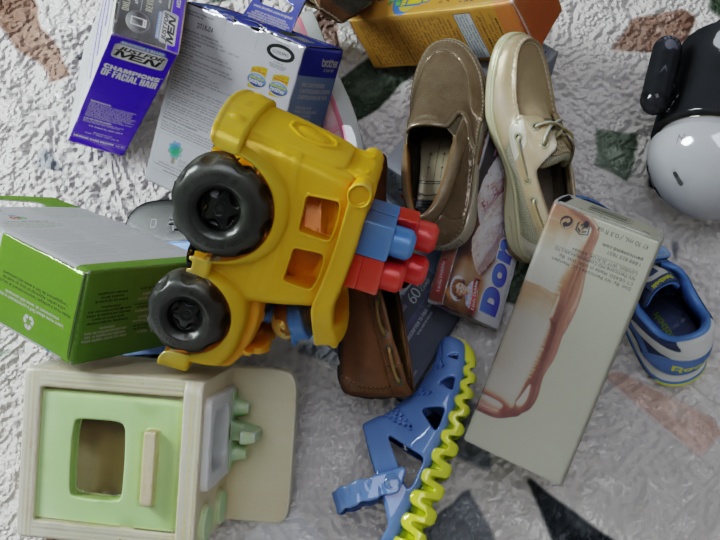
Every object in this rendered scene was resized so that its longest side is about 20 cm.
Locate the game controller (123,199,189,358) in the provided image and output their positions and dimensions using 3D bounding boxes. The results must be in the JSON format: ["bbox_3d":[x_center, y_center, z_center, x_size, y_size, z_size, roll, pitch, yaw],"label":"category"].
[{"bbox_3d":[-0.180,0.027,0.844,0.103,0.042,0.203,2,67,4],"label":"game controller"}]

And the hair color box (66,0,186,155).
[{"bbox_3d":[-0.218,-0.204,0.858,0.064,0.200,0.111,12,66,-22],"label":"hair color box"}]

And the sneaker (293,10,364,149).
[{"bbox_3d":[-0.062,-0.157,0.898,0.103,0.076,0.202,-20,64,-3],"label":"sneaker"}]

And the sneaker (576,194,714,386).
[{"bbox_3d":[0.239,0.002,0.806,0.073,0.082,0.201,-33,67,-9],"label":"sneaker"}]

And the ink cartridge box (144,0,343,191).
[{"bbox_3d":[-0.103,-0.155,0.833,0.135,0.076,0.203,24,110,21],"label":"ink cartridge box"}]

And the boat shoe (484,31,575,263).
[{"bbox_3d":[0.157,-0.105,0.794,0.071,0.065,0.203,-13,100,-36],"label":"boat shoe"}]

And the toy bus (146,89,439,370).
[{"bbox_3d":[-0.046,-0.009,0.692,0.190,0.136,0.202,19,112,-2],"label":"toy bus"}]

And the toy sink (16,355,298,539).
[{"bbox_3d":[-0.157,0.143,0.734,0.197,0.112,0.133,5,92,5],"label":"toy sink"}]

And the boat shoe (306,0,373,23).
[{"bbox_3d":[-0.032,-0.298,0.930,0.075,0.074,0.201,30,33,-24],"label":"boat shoe"}]

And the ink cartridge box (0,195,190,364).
[{"bbox_3d":[-0.252,-0.002,0.776,0.198,0.147,0.077,21,103,26],"label":"ink cartridge box"}]

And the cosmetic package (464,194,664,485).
[{"bbox_3d":[0.162,0.050,0.731,0.086,0.103,0.203,22,103,15],"label":"cosmetic package"}]

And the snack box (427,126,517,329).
[{"bbox_3d":[0.119,-0.054,0.827,0.071,0.024,0.203,23,79,-32],"label":"snack box"}]

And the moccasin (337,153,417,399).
[{"bbox_3d":[0.018,0.003,0.759,0.077,0.074,0.205,-4,80,20],"label":"moccasin"}]

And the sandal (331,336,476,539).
[{"bbox_3d":[0.039,0.143,0.761,0.086,0.080,0.202,20,68,10],"label":"sandal"}]

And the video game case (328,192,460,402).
[{"bbox_3d":[0.000,0.000,0.813,0.199,0.019,0.144,38,73,-10],"label":"video game case"}]

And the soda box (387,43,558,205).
[{"bbox_3d":[0.105,-0.142,0.884,0.068,0.064,0.201,34,74,15],"label":"soda box"}]

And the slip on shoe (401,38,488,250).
[{"bbox_3d":[0.067,-0.120,0.800,0.075,0.060,0.203,-4,69,31],"label":"slip on shoe"}]

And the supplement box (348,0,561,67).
[{"bbox_3d":[0.085,-0.243,0.876,0.198,0.069,0.067,5,56,43],"label":"supplement box"}]

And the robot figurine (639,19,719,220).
[{"bbox_3d":[0.334,-0.143,0.839,0.148,0.125,0.202,15,69,21],"label":"robot figurine"}]
